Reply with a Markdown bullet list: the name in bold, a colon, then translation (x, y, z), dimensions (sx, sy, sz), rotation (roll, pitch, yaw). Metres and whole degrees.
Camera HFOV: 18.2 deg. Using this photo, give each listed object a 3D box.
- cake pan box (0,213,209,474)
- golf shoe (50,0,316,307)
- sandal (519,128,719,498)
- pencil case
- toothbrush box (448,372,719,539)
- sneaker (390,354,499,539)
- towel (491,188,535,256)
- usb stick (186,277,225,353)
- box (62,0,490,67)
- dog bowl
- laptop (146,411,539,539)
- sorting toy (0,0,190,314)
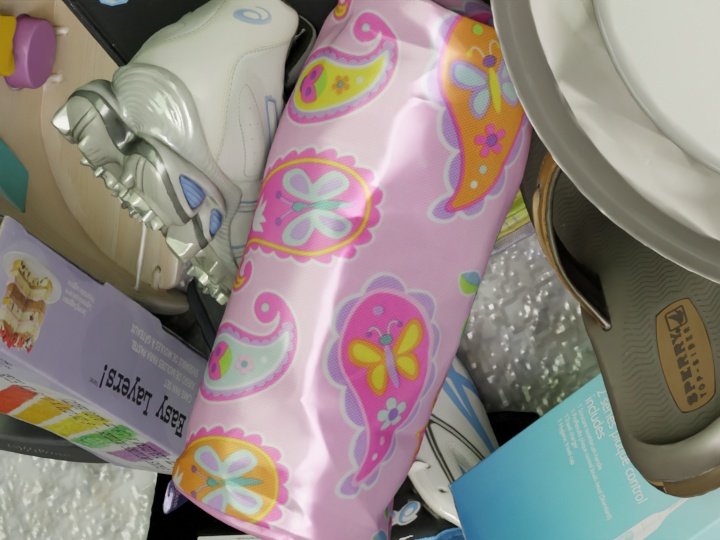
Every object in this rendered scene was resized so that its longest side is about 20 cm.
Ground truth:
- **cake pan box**: translation (-0.170, 0.027, 0.907), dimensions (0.183, 0.200, 0.053), rotation (7, 73, 27)
- **golf shoe**: translation (-0.045, -0.046, 0.828), dimensions (0.078, 0.200, 0.097), rotation (43, 84, 6)
- **sandal**: translation (0.086, -0.012, 0.736), dimensions (0.081, 0.054, 0.201), rotation (-36, 38, 24)
- **pencil case**: translation (0.000, 0.000, 0.770), dimensions (0.087, 0.087, 0.202), rotation (21, 97, 25)
- **toothbrush box**: translation (0.154, 0.076, 0.759), dimensions (0.200, 0.146, 0.086), rotation (-39, 42, 22)
- **sneaker**: translation (0.017, 0.078, 0.840), dimensions (0.072, 0.072, 0.201), rotation (-39, 60, 15)
- **towel**: translation (0.062, -0.112, 0.855), dimensions (0.143, 0.023, 0.201), rotation (-31, 61, 26)
- **usb stick**: translation (0.012, -0.030, 0.903), dimensions (0.199, 0.033, 0.056), rotation (-37, 73, 22)
- **box**: translation (-0.037, -0.142, 0.797), dimensions (0.199, 0.199, 0.050), rotation (-8, 47, 33)
- **dog bowl**: translation (0.139, -0.094, 0.652), dimensions (0.198, 0.059, 0.202), rotation (5, 105, 18)
- **laptop**: translation (0.001, 0.173, 0.921), dimensions (0.176, 0.103, 0.202), rotation (-6, 62, 26)
- **sorting toy**: translation (-0.139, -0.089, 0.895), dimensions (0.106, 0.180, 0.202), rotation (10, 94, 26)
